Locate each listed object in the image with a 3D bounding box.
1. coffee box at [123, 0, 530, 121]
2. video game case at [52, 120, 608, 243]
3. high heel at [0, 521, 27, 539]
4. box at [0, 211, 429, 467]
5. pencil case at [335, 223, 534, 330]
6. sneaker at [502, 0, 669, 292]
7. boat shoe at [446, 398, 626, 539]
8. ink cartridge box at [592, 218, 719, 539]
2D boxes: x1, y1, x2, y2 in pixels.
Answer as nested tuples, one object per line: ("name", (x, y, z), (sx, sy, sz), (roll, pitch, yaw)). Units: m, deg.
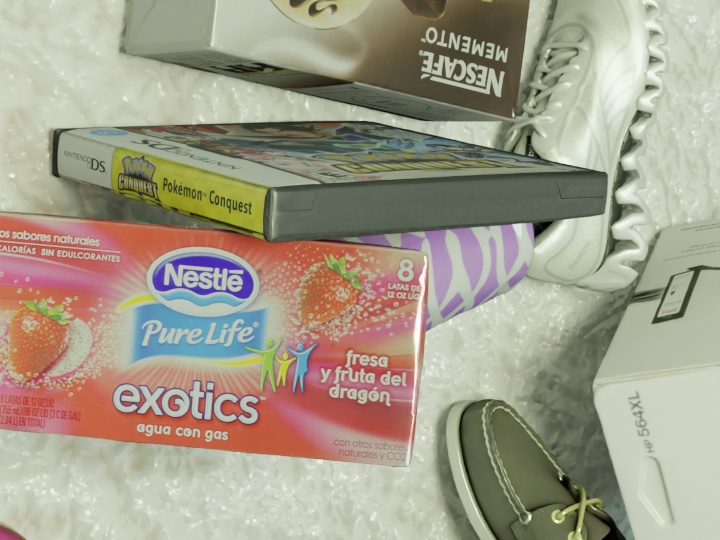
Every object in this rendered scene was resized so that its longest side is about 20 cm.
("coffee box", (-0.010, -0.146, 1.021), (0.199, 0.080, 0.114), (10, 86, -39))
("video game case", (-0.016, -0.047, 0.960), (0.199, 0.180, 0.026), (-5, 104, -38))
("high heel", (-0.175, 0.170, 0.919), (0.200, 0.067, 0.097), (41, 58, -37))
("box", (-0.070, 0.028, 0.911), (0.198, 0.103, 0.095), (5, 90, 2))
("pencil case", (0.000, 0.000, 1.044), (0.199, 0.084, 0.086), (-24, 73, -37))
("sneaker", (0.122, -0.089, 1.144), (0.081, 0.075, 0.202), (2, 92, -30))
("boat shoe", (0.118, 0.155, 1.134), (0.072, 0.060, 0.203), (-36, 99, -48))
("ink cartridge box", (0.209, 0.075, 1.165), (0.147, 0.084, 0.200), (71, 26, -21))
